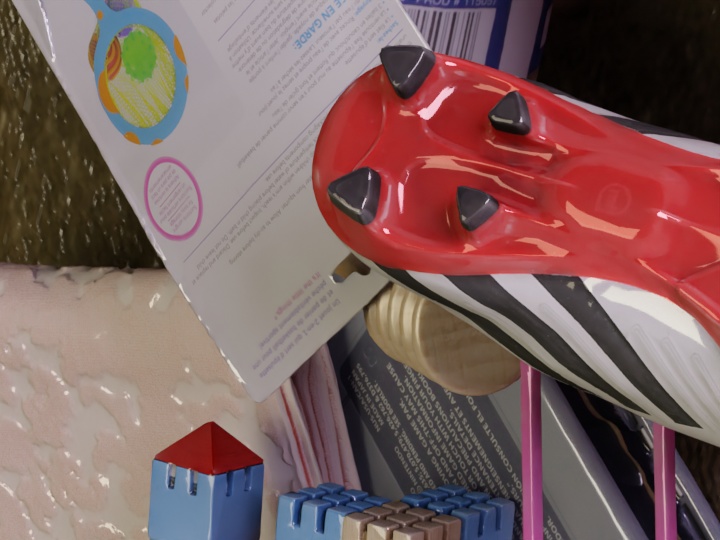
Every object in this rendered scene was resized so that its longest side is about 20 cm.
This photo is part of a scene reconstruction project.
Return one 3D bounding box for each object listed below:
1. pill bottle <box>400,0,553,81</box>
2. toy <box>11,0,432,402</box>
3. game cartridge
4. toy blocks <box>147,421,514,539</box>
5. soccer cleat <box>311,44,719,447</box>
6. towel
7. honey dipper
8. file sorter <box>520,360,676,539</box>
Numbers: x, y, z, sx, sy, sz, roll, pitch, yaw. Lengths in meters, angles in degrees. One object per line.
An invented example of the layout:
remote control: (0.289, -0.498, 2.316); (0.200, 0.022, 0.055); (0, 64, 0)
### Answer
pill bottle: (0.013, -0.142, 0.857); (0.111, 0.111, 0.201); (31, 120, 39)
toy: (-0.037, -0.080, 0.813); (0.115, 0.047, 0.201); (-44, 74, 39)
game cartridge: (0.045, 0.071, 0.912); (0.201, 0.041, 0.133); (61, 141, 19)
toy blocks: (0.006, 0.123, 0.881); (0.199, 0.100, 0.138); (14, 104, 37)
soccer cleat: (0.081, 0.006, 0.662); (0.199, 0.085, 0.069); (21, 82, 20)
towel: (-0.076, 0.089, 1.002); (0.199, 0.032, 0.192); (1, 110, 42)
honey dipper: (0.000, 0.000, 0.853); (0.200, 0.038, 0.038); (-156, 62, -70)
file sorter: (0.151, 0.046, 0.734); (0.199, 0.138, 0.126); (6, 100, 46)
